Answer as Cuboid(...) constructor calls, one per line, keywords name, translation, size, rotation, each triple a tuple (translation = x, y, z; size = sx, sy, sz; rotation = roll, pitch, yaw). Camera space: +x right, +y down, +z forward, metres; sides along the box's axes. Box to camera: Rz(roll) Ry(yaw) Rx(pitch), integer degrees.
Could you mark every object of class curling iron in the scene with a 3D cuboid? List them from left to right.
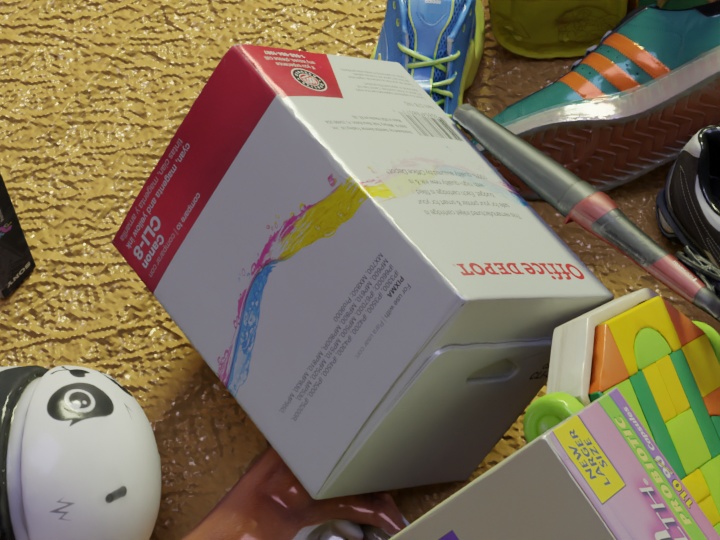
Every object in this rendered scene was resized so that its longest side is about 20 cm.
Cuboid(name="curling iron", translation=(0.125, -0.030, 1.006), size=(0.200, 0.050, 0.026), rotation=(36, 100, 24))

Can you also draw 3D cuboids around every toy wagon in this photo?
Cuboid(name="toy wagon", translation=(0.161, 0.112, 0.955), size=(0.155, 0.040, 0.201), rotation=(-20, 87, -51))

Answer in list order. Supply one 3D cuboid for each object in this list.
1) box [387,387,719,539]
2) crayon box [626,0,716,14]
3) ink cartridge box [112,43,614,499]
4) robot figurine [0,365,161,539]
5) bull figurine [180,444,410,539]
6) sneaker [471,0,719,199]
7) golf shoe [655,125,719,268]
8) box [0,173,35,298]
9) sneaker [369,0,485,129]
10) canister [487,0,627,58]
Cuboid(name="box", translation=(0.077, 0.185, 0.859), size=(0.200, 0.097, 0.176), rotation=(-39, 81, 27))
Cuboid(name="crayon box", translation=(0.190, -0.239, 1.129), size=(0.058, 0.200, 0.119), rotation=(-3, 58, 1))
Cuboid(name="ink cartridge box", translation=(0.000, 0.000, 1.007), size=(0.200, 0.145, 0.145), rotation=(49, 118, 28))
Cuboid(name="robot figurine", translation=(-0.204, 0.111, 0.992), size=(0.199, 0.125, 0.151), rotation=(-5, 54, 12))
Cuboid(name="bull figurine", translation=(-0.062, 0.172, 0.987), size=(0.121, 0.065, 0.200), rotation=(38, 75, 16))
Cuboid(name="sneaker", translation=(0.156, -0.105, 1.114), size=(0.199, 0.071, 0.080), rotation=(-18, 48, 18))
Cuboid(name="golf shoe", translation=(0.243, 0.000, 1.045), size=(0.078, 0.095, 0.200), rotation=(-39, 65, -19))
Cuboid(name="box", translation=(-0.284, -0.080, 1.112), size=(0.200, 0.143, 0.036), rotation=(35, 67, 22))
Cuboid(name="sneaker", translation=(0.028, -0.111, 1.123), size=(0.075, 0.105, 0.201), rotation=(6, 59, 9))
Cuboid(name="canister", translation=(0.119, -0.257, 1.179), size=(0.086, 0.149, 0.201), rotation=(-2, 57, 4))
